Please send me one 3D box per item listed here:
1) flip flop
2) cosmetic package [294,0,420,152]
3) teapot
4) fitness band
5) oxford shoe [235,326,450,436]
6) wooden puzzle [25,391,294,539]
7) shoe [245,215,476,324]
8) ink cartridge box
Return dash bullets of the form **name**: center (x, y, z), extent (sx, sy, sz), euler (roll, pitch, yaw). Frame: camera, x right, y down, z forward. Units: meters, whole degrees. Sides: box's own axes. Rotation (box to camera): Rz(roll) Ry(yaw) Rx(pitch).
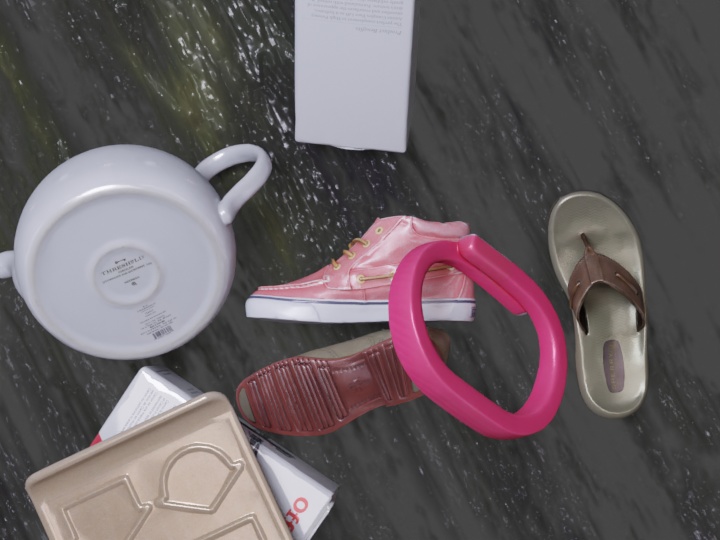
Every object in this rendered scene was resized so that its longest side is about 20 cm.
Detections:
- **flip flop**: center (0.209, 0.029, 1.341), extent (0.081, 0.058, 0.200), euler (-7, 88, 4)
- **cosmetic package**: center (-0.002, -0.199, 1.301), extent (0.101, 0.200, 0.074), euler (8, 45, 4)
- **teapot**: center (-0.197, -0.032, 1.335), extent (0.200, 0.146, 0.198), euler (15, 116, -16)
- **fitness band**: center (0.100, 0.057, 1.304), extent (0.200, 0.037, 0.144), euler (36, 57, -33)
- **oxford shoe**: center (-0.012, 0.094, 1.354), extent (0.200, 0.075, 0.071), euler (-13, 100, 23)
- **wooden puzzle**: center (-0.153, 0.221, 1.287), extent (0.185, 0.046, 0.200), euler (-25, 92, 5)
- **shoe**: center (0.000, 0.000, 1.354), extent (0.200, 0.071, 0.091), euler (-1, 87, -1)
- **ink cartridge box**: center (-0.137, 0.195, 1.348), extent (0.200, 0.084, 0.144), euler (34, 91, 5)
